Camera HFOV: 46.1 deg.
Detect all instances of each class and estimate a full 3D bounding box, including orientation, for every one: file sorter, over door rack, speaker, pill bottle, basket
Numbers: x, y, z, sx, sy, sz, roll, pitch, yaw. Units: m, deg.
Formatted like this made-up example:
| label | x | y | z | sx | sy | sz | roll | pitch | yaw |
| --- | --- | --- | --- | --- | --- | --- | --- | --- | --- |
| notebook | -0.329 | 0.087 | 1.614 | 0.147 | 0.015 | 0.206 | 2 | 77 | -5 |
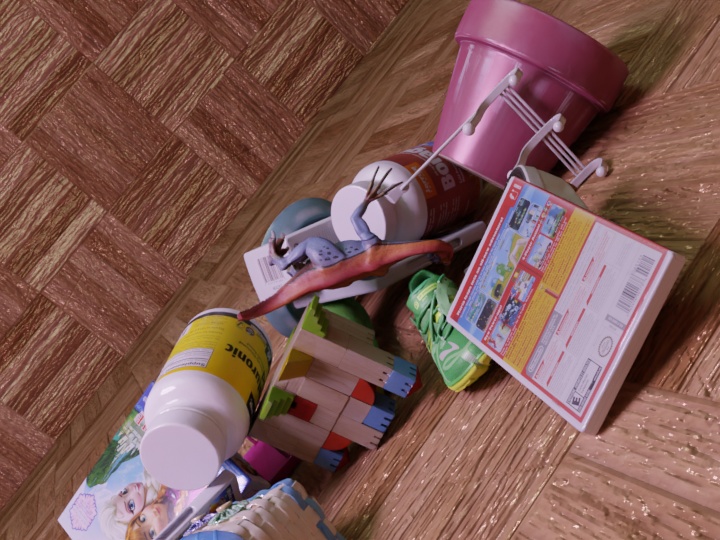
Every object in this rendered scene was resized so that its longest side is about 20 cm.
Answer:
| label | x | y | z | sx | sy | sz | roll | pitch | yaw |
| --- | --- | --- | --- | --- | --- | --- | --- | --- | --- |
| file sorter | -0.193 | 0.249 | 1.061 | 0.200 | 0.125 | 0.139 | -49 | 16 | 2 |
| over door rack | 0.141 | -0.089 | 0.896 | 0.200 | 0.148 | 0.067 | -43 | 12 | 21 |
| speaker | -0.021 | 0.096 | 1.018 | 0.089 | 0.088 | 0.200 | -46 | 16 | 9 |
| pill bottle | -0.164 | 0.135 | 0.899 | 0.111 | 0.111 | 0.201 | -42 | 16 | 24 |
| basket | -0.116 | 0.291 | 0.736 | 0.176 | 0.139 | 0.200 | -35 | 13 | 42 |
| pill bottle | 0.058 | -0.089 | 1.049 | 0.199 | 0.113 | 0.112 | -28 | -4 | -46 |

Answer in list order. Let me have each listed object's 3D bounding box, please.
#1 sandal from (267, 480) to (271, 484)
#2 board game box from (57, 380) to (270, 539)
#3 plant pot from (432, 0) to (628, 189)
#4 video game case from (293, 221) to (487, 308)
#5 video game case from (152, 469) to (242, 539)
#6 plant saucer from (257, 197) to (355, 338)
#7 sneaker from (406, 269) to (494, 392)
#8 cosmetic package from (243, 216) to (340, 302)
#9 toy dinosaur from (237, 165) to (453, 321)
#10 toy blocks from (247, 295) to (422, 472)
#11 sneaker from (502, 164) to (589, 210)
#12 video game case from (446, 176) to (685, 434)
| label | x | y | z | sx | sy | sz | roll | pitch | yaw |
| --- | --- | --- | --- | --- | --- | --- | --- | --- | --- |
| sandal | -0.171 | 0.320 | 0.966 | 0.200 | 0.054 | 0.080 | -50 | 13 | 3 |
| board game box | -0.226 | 0.262 | 0.952 | 0.199 | 0.041 | 0.201 | 33 | 88 | 36 |
| plant pot | 0.177 | -0.190 | 0.977 | 0.180 | 0.198 | 0.200 | -63 | 14 | 8 |
| video game case | 0.033 | -0.005 | 1.049 | 0.181 | 0.022 | 0.199 | -26 | 6 | -33 |
| video game case | -0.182 | 0.309 | 0.825 | 0.018 | 0.144 | 0.200 | 21 | 45 | 32 |
| plant saucer | -0.061 | 0.000 | 1.180 | 0.027 | 0.201 | 0.201 | 9 | 56 | 43 |
| sneaker | 0.082 | 0.054 | 0.838 | 0.074 | 0.083 | 0.200 | -47 | 17 | 6 |
| cosmetic package | -0.042 | -0.029 | 1.094 | 0.199 | 0.075 | 0.101 | -25 | 7 | -40 |
| toy dinosaur | 0.000 | 0.000 | 0.881 | 0.180 | 0.105 | 0.202 | 7 | 59 | 28 |
| toy blocks | -0.024 | 0.130 | 0.874 | 0.100 | 0.135 | 0.201 | -77 | 13 | -60 |
| sneaker | 0.188 | -0.013 | 0.747 | 0.073 | 0.084 | 0.202 | 120 | 154 | -47 |
| video game case | 0.152 | 0.018 | 0.677 | 0.200 | 0.017 | 0.144 | 41 | 110 | 57 |
